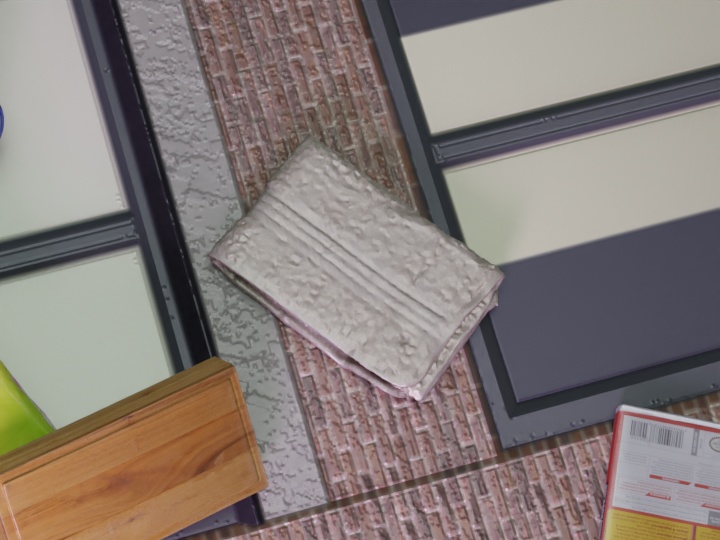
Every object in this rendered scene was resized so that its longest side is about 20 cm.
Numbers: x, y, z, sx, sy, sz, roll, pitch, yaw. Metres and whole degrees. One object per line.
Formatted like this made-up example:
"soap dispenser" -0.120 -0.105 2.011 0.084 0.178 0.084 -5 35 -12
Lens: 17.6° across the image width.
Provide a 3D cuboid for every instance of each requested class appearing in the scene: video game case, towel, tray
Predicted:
"video game case" 0.248 0.210 1.743 0.142 0.017 0.202 12 71 -4
"towel" 0.000 0.000 1.772 0.199 0.035 0.133 37 70 6
"tray" -0.168 0.148 1.657 0.199 0.037 0.099 -25 112 -26

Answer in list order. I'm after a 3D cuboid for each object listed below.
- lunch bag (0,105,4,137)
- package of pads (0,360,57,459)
"lunch bag" -0.353 -0.085 1.686 0.082 0.161 0.200 29 69 26
"package of pads" -0.309 0.116 1.642 0.154 0.068 0.200 -44 107 -17
